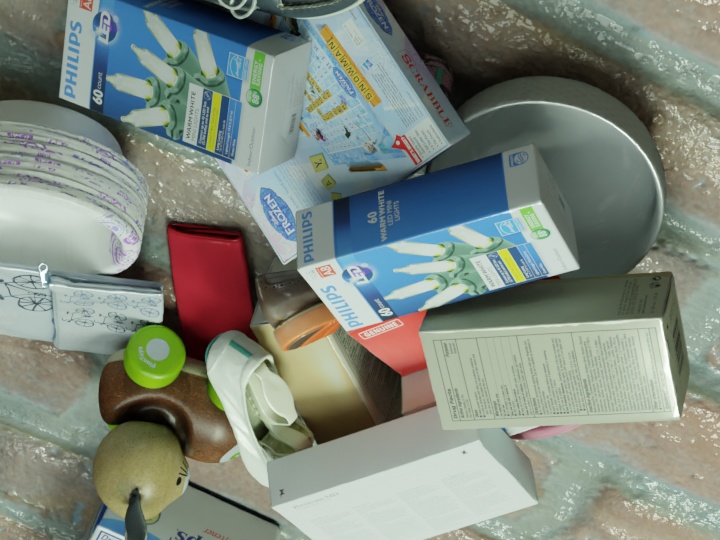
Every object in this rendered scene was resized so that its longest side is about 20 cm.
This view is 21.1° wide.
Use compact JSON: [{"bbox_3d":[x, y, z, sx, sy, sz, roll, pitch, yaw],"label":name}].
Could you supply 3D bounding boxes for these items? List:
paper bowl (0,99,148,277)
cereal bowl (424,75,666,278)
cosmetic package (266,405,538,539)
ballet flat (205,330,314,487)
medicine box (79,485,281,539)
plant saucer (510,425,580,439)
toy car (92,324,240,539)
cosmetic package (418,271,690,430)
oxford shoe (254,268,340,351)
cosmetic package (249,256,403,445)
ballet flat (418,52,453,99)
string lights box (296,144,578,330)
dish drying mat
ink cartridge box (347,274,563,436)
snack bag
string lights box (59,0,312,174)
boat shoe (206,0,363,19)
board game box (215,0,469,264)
[{"bbox_3d":[-0.281,-0.074,1.659,0.200,0.105,0.201,7,158,3],"label":"paper bowl"},{"bbox_3d":[0.153,-0.079,1.585,0.199,0.083,0.200,7,130,8],"label":"cereal bowl"},{"bbox_3d":[0.039,0.189,1.718,0.200,0.052,0.151,-19,148,16],"label":"cosmetic package"},{"bbox_3d":[-0.078,0.135,1.715,0.069,0.070,0.200,-6,133,19],"label":"ballet flat"},{"bbox_3d":[-0.207,0.320,2.001,0.182,0.103,0.200,26,130,-8],"label":"medicine box"},{"bbox_3d":[0.135,0.065,1.733,0.200,0.051,0.201,7,130,8],"label":"plant saucer"},{"bbox_3d":[-0.181,0.180,1.778,0.157,0.200,0.164,17,152,-8],"label":"toy car"},{"bbox_3d":[0.158,0.066,1.561,0.199,0.073,0.104,-3,121,20],"label":"cosmetic package"},{"bbox_3d":[0.000,0.000,1.651,0.073,0.200,0.071,60,143,11],"label":"oxford shoe"},{"bbox_3d":[-0.019,0.085,1.756,0.071,0.105,0.200,-12,124,24],"label":"cosmetic package"},{"bbox_3d":[0.009,-0.099,1.613,0.069,0.071,0.200,31,130,-14],"label":"ballet flat"},{"bbox_3d":[0.060,-0.024,1.520,0.199,0.059,0.103,-16,144,17],"label":"string lights box"},{"bbox_3d":[-0.134,0.040,1.804,0.077,0.018,0.200,6,132,13],"label":"dish drying mat"},{"bbox_3d":[0.117,0.078,1.654,0.200,0.045,0.176,-22,140,29],"label":"ink cartridge box"},{"bbox_3d":[-0.279,0.037,1.767,0.199,0.021,0.189,8,158,-5],"label":"snack bag"},{"bbox_3d":[-0.143,-0.161,1.551,0.200,0.059,0.103,21,118,24],"label":"string lights box"},{"bbox_3d":[-0.086,-0.234,1.491,0.200,0.062,0.075,17,109,29],"label":"boat shoe"},{"bbox_3d":[-0.042,-0.138,1.560,0.199,0.041,0.200,-34,88,35],"label":"board game box"}]
